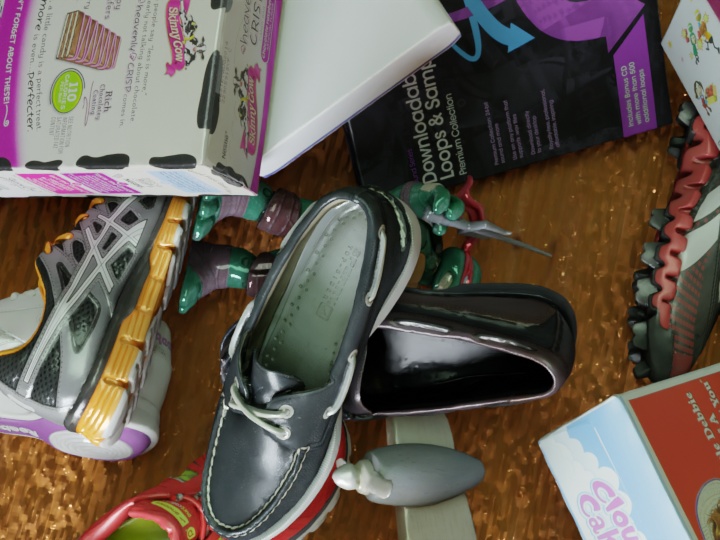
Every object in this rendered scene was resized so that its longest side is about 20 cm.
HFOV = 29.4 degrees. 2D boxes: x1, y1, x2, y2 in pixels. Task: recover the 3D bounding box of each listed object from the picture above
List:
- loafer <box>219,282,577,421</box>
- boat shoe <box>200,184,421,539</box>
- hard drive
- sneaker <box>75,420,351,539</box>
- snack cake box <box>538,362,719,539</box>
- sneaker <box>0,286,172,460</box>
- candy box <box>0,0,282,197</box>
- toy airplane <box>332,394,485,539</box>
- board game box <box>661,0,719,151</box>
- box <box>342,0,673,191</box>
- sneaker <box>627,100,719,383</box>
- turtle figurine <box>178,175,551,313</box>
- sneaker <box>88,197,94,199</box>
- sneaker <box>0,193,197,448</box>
[{"bbox_3d":[0.016,0.046,0.731,0.199,0.063,0.072,-6,116,11],"label":"loafer"},{"bbox_3d":[-0.037,0.048,0.693,0.075,0.060,0.201,23,94,20],"label":"boat shoe"},{"bbox_3d":[-0.048,-0.168,0.763,0.132,0.025,0.200,-35,67,10],"label":"hard drive"},{"bbox_3d":[-0.089,0.141,0.761,0.200,0.085,0.077,-35,77,-7],"label":"sneaker"},{"bbox_3d":[0.190,0.157,0.728,0.115,0.067,0.201,-10,69,-43],"label":"snack cake box"},{"bbox_3d":[-0.206,0.049,0.808,0.199,0.075,0.100,13,61,1],"label":"sneaker"},{"bbox_3d":[-0.145,-0.111,0.744,0.199,0.061,0.137,2,78,27],"label":"candy box"},{"bbox_3d":[0.039,0.190,0.712,0.200,0.141,0.199,37,72,16],"label":"toy airplane"},{"bbox_3d":[0.280,-0.085,0.763,0.147,0.064,0.201,-16,63,-14],"label":"board game box"},{"bbox_3d":[0.080,-0.129,0.816,0.199,0.036,0.144,-16,118,-2],"label":"box"},{"bbox_3d":[0.217,-0.022,0.806,0.097,0.071,0.201,17,74,9],"label":"sneaker"},{"bbox_3d":[0.000,0.000,0.796,0.199,0.101,0.150,11,116,-6],"label":"turtle figurine"},{"bbox_3d":[-0.200,-0.112,0.847,0.200,0.072,0.073,37,70,8],"label":"sneaker"},{"bbox_3d":[-0.140,-0.004,0.762,0.077,0.078,0.201,16,57,-1],"label":"sneaker"}]
